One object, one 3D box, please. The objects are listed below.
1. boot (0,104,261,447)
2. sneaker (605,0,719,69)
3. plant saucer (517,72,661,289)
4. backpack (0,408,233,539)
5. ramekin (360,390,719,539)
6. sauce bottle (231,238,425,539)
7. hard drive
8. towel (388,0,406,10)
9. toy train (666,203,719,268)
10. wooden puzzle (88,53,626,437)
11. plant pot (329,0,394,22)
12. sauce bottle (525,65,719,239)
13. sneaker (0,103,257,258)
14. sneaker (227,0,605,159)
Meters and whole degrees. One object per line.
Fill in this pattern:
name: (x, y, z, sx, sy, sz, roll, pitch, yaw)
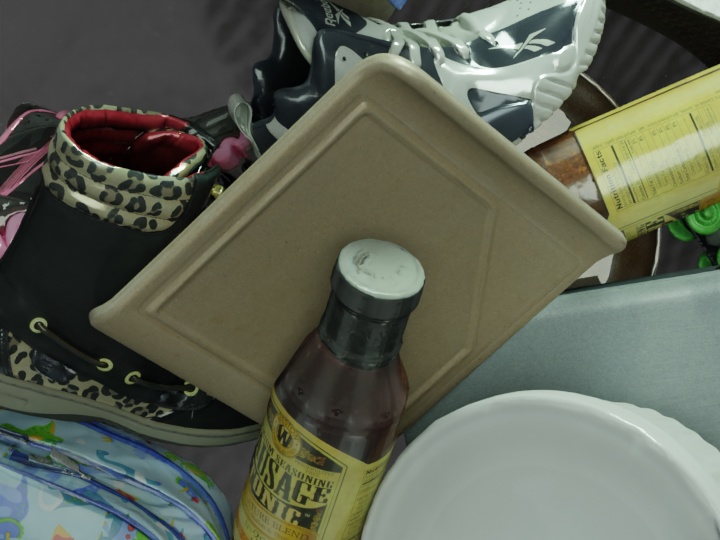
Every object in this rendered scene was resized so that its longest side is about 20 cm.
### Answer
boot: (-0.089, 0.006, 0.962, 0.203, 0.074, 0.154, 10, 126, -32)
sneaker: (0.200, -0.153, 1.037, 0.200, 0.073, 0.085, 30, 71, -11)
plant saucer: (0.060, -0.023, 1.050, 0.199, 0.032, 0.201, 0, 89, -2)
backpack: (-0.160, 0.144, 0.993, 0.199, 0.154, 0.164, 18, 98, -16)
ramekin: (0.106, 0.153, 0.925, 0.202, 0.094, 0.203, 2, 95, 29)
sauce bottle: (-0.015, 0.072, 0.923, 0.066, 0.066, 0.200, 13, 128, -2)
hard drive: (0.121, 0.078, 0.993, 0.199, 0.033, 0.140, -10, 97, 17)
towel: (0.000, -0.237, 0.876, 0.147, 0.024, 0.200, -43, 93, -2)
toy train: (0.237, 0.028, 1.054, 0.056, 0.042, 0.200, -36, 92, -13)
wooden puzzle: (0.000, 0.000, 0.929, 0.200, 0.037, 0.185, -39, 132, 19)
plant pot: (-0.031, -0.260, 0.975, 0.199, 0.177, 0.201, 26, 89, -2)
sauce bottle: (0.123, -0.045, 0.999, 0.199, 0.066, 0.066, -23, 91, 7)
sneaker: (-0.143, -0.055, 1.020, 0.199, 0.079, 0.096, -22, 69, -7)
sneaker: (0.020, -0.110, 0.976, 0.199, 0.080, 0.130, -38, 118, 5)
